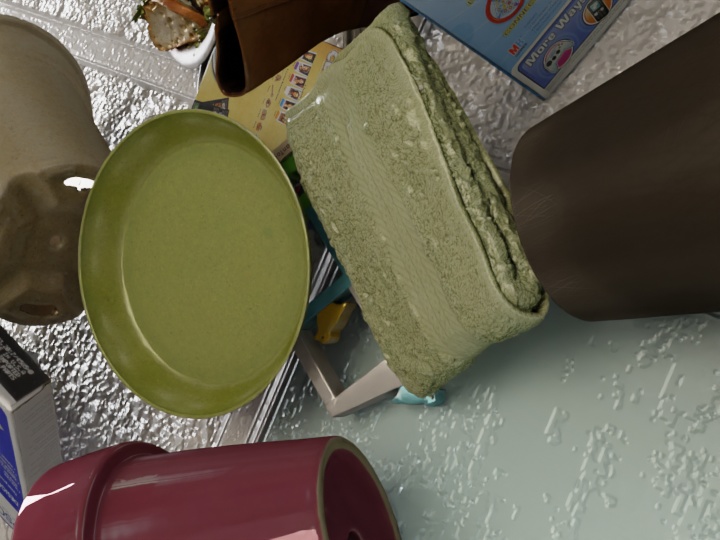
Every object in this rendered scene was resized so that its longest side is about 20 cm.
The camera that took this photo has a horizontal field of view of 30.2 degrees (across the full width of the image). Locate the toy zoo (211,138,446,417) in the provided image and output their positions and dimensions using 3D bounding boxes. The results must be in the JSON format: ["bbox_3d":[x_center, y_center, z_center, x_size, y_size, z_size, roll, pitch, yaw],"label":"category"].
[{"bbox_3d":[0.000,0.000,0.846,0.131,0.020,0.201,-39,71,20],"label":"toy zoo"}]

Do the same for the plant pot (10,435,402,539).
[{"bbox_3d":[-0.075,0.183,0.777,0.178,0.200,0.201,-20,62,16],"label":"plant pot"}]

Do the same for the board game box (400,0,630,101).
[{"bbox_3d":[0.104,-0.219,0.748,0.200,0.195,0.056,-50,50,15],"label":"board game box"}]

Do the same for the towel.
[{"bbox_3d":[0.025,-0.036,0.769,0.148,0.036,0.201,-43,68,53],"label":"towel"}]

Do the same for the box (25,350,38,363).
[{"bbox_3d":[-0.342,0.145,1.100,0.199,0.035,0.111,-24,61,32],"label":"box"}]

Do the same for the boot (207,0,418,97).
[{"bbox_3d":[-0.027,-0.225,0.812,0.068,0.200,0.189,27,131,36],"label":"boot"}]

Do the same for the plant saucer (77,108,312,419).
[{"bbox_3d":[-0.105,-0.004,0.875,0.199,0.031,0.201,2,94,35],"label":"plant saucer"}]

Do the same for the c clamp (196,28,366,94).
[{"bbox_3d":[-0.068,-0.169,0.986,0.199,0.027,0.172,-6,71,39],"label":"c clamp"}]

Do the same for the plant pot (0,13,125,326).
[{"bbox_3d":[-0.256,-0.062,0.985,0.183,0.200,0.201,42,103,42],"label":"plant pot"}]

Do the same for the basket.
[{"bbox_3d":[0.187,-0.053,0.668,0.199,0.136,0.181,-18,76,38],"label":"basket"}]

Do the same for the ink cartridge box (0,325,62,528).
[{"bbox_3d":[-0.290,0.083,0.972,0.197,0.200,0.047,40,59,21],"label":"ink cartridge box"}]

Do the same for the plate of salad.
[{"bbox_3d":[-0.141,-0.251,0.989,0.200,0.048,0.201,173,90,-66],"label":"plate of salad"}]

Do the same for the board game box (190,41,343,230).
[{"bbox_3d":[-0.075,-0.072,0.937,0.135,0.035,0.201,29,100,40],"label":"board game box"}]
